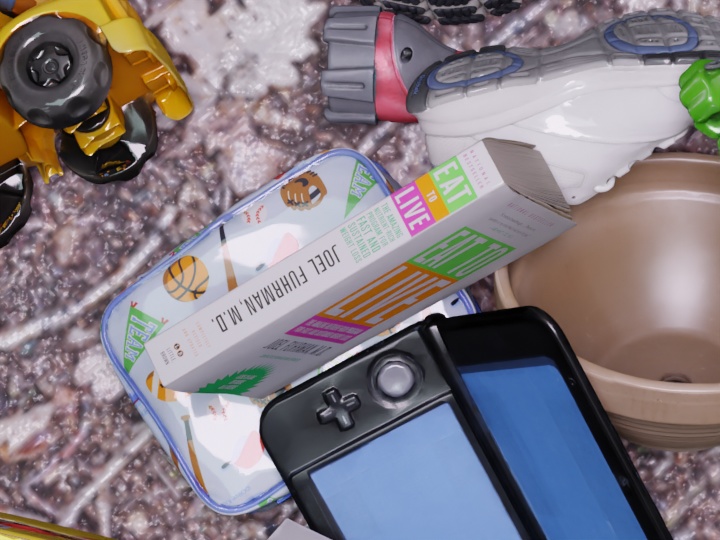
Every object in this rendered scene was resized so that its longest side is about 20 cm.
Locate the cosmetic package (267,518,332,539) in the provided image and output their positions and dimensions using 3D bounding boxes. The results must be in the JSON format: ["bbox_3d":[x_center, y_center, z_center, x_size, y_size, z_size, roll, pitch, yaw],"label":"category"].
[{"bbox_3d":[0.031,0.212,1.344,0.199,0.051,0.083,24,125,16],"label":"cosmetic package"}]

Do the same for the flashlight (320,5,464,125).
[{"bbox_3d":[0.079,-0.112,1.416,0.199,0.068,0.068,1,81,7],"label":"flashlight"}]

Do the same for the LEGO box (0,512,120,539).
[{"bbox_3d":[-0.202,0.216,1.430,0.199,0.077,0.150,11,90,6],"label":"LEGO box"}]

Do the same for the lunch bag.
[{"bbox_3d":[-0.037,0.040,1.419,0.200,0.076,0.161,-35,85,4],"label":"lunch bag"}]

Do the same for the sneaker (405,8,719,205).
[{"bbox_3d":[0.128,-0.084,1.364,0.199,0.075,0.088,-10,115,9],"label":"sneaker"}]

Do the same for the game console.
[{"bbox_3d":[0.062,0.131,1.330,0.175,0.116,0.201,-27,100,5],"label":"game console"}]

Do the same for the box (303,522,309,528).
[{"bbox_3d":[0.045,0.208,1.426,0.200,0.035,0.110,45,93,5],"label":"box"}]

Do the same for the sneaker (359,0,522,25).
[{"bbox_3d":[0.080,-0.191,1.426,0.199,0.078,0.080,-11,68,1],"label":"sneaker"}]

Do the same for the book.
[{"bbox_3d":[0.000,0.000,1.295,0.199,0.134,0.048,-31,77,15],"label":"book"}]

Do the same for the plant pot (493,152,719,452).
[{"bbox_3d":[0.171,0.032,1.367,0.199,0.201,0.093,2,128,6],"label":"plant pot"}]

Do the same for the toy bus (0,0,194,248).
[{"bbox_3d":[-0.218,-0.126,1.428,0.199,0.136,0.193,-26,70,3],"label":"toy bus"}]

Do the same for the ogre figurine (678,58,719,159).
[{"bbox_3d":[0.256,-0.038,1.296,0.200,0.120,0.099,35,130,25],"label":"ogre figurine"}]
